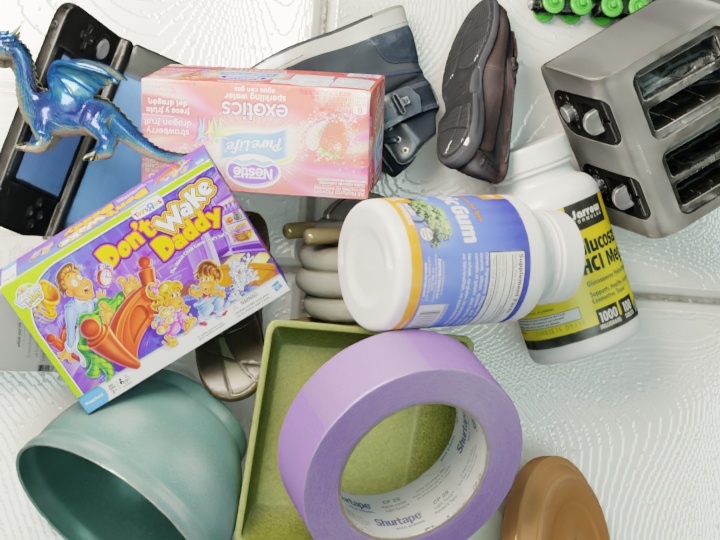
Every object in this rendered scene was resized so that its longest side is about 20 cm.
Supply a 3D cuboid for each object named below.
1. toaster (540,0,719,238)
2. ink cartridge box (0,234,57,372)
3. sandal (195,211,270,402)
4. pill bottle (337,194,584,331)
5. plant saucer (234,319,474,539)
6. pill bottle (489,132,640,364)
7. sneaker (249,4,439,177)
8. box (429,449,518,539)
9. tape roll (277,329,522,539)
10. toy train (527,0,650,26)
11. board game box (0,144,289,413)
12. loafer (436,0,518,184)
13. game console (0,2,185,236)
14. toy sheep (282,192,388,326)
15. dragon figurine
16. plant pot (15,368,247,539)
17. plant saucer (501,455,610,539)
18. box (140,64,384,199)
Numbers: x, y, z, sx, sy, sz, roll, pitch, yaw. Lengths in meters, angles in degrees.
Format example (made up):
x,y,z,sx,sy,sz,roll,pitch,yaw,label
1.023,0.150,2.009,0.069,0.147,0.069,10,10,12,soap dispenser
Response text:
x,y,z,sx,sy,sz,roll,pitch,yaw,label
0.296,-0.151,1.436,0.199,0.119,0.182,-30,115,-9,toaster
-0.280,0.030,1.325,0.198,0.116,0.068,2,50,-13,ink cartridge box
-0.114,0.035,1.369,0.081,0.055,0.201,-10,56,0,sandal
0.090,-0.009,1.304,0.198,0.112,0.113,-4,92,-30,pill bottle
-0.011,0.143,1.342,0.198,0.048,0.202,6,99,-23,plant saucer
0.185,-0.022,1.436,0.112,0.112,0.202,-20,96,-11,pill bottle
-0.022,-0.143,1.403,0.201,0.077,0.147,-23,94,-14,sneaker
0.112,0.251,1.438,0.077,0.095,0.202,-14,96,-13,box
0.034,0.152,1.272,0.198,0.066,0.202,-11,121,-18,tape roll
0.258,-0.269,1.486,0.198,0.042,0.057,2,81,-13,toy train
-0.178,0.008,1.254,0.199,0.045,0.135,-32,114,0,board game box
0.116,-0.165,1.417,0.063,0.072,0.201,31,51,-25,loafer
-0.220,-0.108,1.345,0.116,0.176,0.202,19,86,16,game console
0.000,0.000,1.387,0.137,0.138,0.202,-2,102,-13,toy sheep
-0.227,-0.142,1.242,0.198,0.059,0.100,9,96,3,dragon figurine
-0.182,0.173,1.332,0.200,0.200,0.134,44,56,-10,plant pot
0.191,0.274,1.420,0.200,0.032,0.202,20,66,-54,plant saucer
-0.082,-0.121,1.310,0.198,0.103,0.096,4,104,6,box
